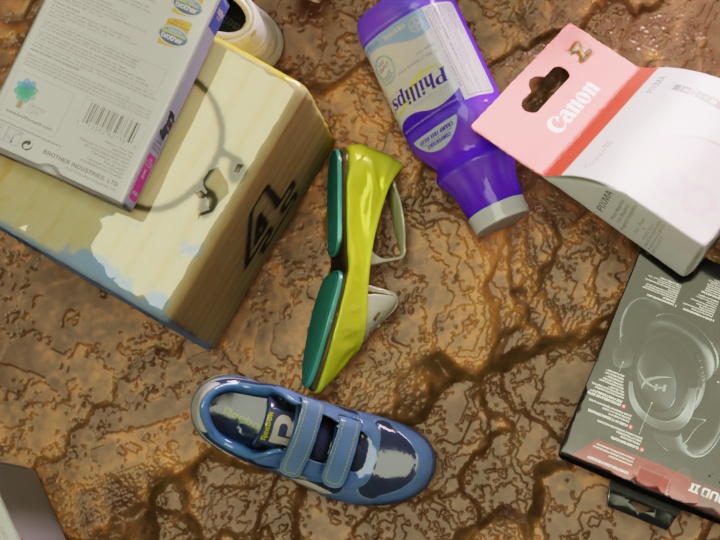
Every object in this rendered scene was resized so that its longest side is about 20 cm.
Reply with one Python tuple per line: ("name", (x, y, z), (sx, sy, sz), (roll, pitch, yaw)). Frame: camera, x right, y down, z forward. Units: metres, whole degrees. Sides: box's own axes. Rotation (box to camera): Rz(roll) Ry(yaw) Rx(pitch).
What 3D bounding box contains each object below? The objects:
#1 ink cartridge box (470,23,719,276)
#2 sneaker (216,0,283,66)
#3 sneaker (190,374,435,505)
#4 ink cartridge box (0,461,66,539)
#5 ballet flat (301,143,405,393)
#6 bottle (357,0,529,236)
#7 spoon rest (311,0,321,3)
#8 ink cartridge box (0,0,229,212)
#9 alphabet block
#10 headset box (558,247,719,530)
("ink cartridge box", (0.210, -0.107, 1.562), (0.200, 0.057, 0.163), (38, 53, 7))
("sneaker", (-0.157, -0.231, 1.625), (0.200, 0.116, 0.074), (28, 87, 11))
("sneaker", (-0.041, 0.132, 1.577), (0.200, 0.082, 0.074), (15, 82, 6))
("ink cartridge box", (-0.325, 0.253, 1.557), (0.200, 0.145, 0.145), (-27, 80, 2))
("ballet flat", (0.000, 0.000, 1.604), (0.067, 0.067, 0.200), (9, 81, -14))
("bottle", (0.070, -0.125, 1.603), (0.084, 0.065, 0.200), (-32, 78, 40))
("spoon rest", (-0.018, -0.301, 1.657), (0.099, 0.061, 0.200), (19, 71, 7))
("ink cartridge box", (-0.175, -0.155, 1.457), (0.119, 0.042, 0.200), (24, 87, 9))
("alphabet block", (-0.157, -0.078, 1.562), (0.195, 0.196, 0.200), (29, 85, 8))
("headset box", (0.247, 0.095, 1.554), (0.149, 0.077, 0.200), (21, 85, 9))
